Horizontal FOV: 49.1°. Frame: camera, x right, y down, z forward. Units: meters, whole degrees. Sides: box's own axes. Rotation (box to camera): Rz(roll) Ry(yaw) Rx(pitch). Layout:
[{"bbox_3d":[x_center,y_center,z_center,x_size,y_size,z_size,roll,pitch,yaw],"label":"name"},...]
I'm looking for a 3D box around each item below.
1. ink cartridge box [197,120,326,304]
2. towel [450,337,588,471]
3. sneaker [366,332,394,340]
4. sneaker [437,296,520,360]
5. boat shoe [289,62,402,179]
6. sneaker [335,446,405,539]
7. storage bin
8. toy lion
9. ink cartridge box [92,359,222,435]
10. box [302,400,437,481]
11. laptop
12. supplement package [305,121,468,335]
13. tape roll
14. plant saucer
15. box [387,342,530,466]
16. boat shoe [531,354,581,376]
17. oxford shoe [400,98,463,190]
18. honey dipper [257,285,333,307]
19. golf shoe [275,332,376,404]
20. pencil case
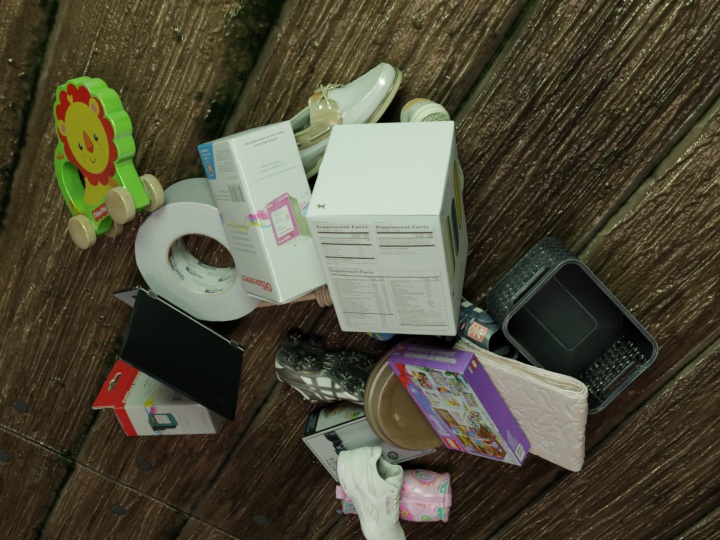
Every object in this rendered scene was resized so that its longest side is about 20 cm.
[{"bbox_3d":[-0.118,-0.071,0.981,0.083,0.144,0.204,-21,104,-24],"label":"ink cartridge box"},{"bbox_3d":[0.220,0.185,1.082,0.188,0.032,0.202,21,148,28],"label":"towel"},{"bbox_3d":[0.000,0.000,1.103,0.202,0.082,0.070,57,152,-12],"label":"sneaker"},{"bbox_3d":[0.142,0.074,1.094,0.197,0.084,0.076,25,92,-22],"label":"sneaker"},{"bbox_3d":[-0.035,-0.188,0.964,0.068,0.076,0.199,37,125,-23],"label":"boat shoe"},{"bbox_3d":[0.037,0.371,1.265,0.098,0.075,0.203,-21,108,18],"label":"sneaker"},{"bbox_3d":[0.280,0.073,1.055,0.200,0.094,0.135,42,100,-17],"label":"storage bin"},{"bbox_3d":[-0.351,-0.147,1.039,0.198,0.068,0.195,-20,97,46],"label":"toy lion"},{"bbox_3d":[-0.314,0.199,1.269,0.195,0.117,0.068,-4,126,14],"label":"ink cartridge box"},{"bbox_3d":[0.017,0.264,1.289,0.197,0.061,0.118,-22,119,24],"label":"box"},{"bbox_3d":[-0.273,0.119,1.136,0.186,0.118,0.198,36,156,-27],"label":"laptop"},{"bbox_3d":[0.041,-0.047,0.932,0.147,0.154,0.202,1,139,15],"label":"supplement package"},{"bbox_3d":[-0.216,-0.026,1.121,0.195,0.067,0.204,5,127,6],"label":"tape roll"},{"bbox_3d":[0.101,0.189,1.187,0.195,0.030,0.205,-6,113,-14],"label":"plant saucer"},{"bbox_3d":[0.139,0.186,1.101,0.135,0.039,0.201,3,136,45],"label":"box"},{"bbox_3d":[0.278,0.201,1.191,0.070,0.073,0.203,15,120,0],"label":"boat shoe"},{"bbox_3d":[0.087,-0.135,0.996,0.074,0.058,0.202,-23,138,-9],"label":"oxford shoe"},{"bbox_3d":[-0.109,0.043,1.169,0.196,0.038,0.039,-10,124,19],"label":"honey dipper"},{"bbox_3d":[-0.041,0.171,1.232,0.197,0.078,0.095,25,135,2],"label":"golf shoe"},{"bbox_3d":[0.058,0.382,1.350,0.195,0.088,0.089,4,127,7],"label":"pencil case"}]
